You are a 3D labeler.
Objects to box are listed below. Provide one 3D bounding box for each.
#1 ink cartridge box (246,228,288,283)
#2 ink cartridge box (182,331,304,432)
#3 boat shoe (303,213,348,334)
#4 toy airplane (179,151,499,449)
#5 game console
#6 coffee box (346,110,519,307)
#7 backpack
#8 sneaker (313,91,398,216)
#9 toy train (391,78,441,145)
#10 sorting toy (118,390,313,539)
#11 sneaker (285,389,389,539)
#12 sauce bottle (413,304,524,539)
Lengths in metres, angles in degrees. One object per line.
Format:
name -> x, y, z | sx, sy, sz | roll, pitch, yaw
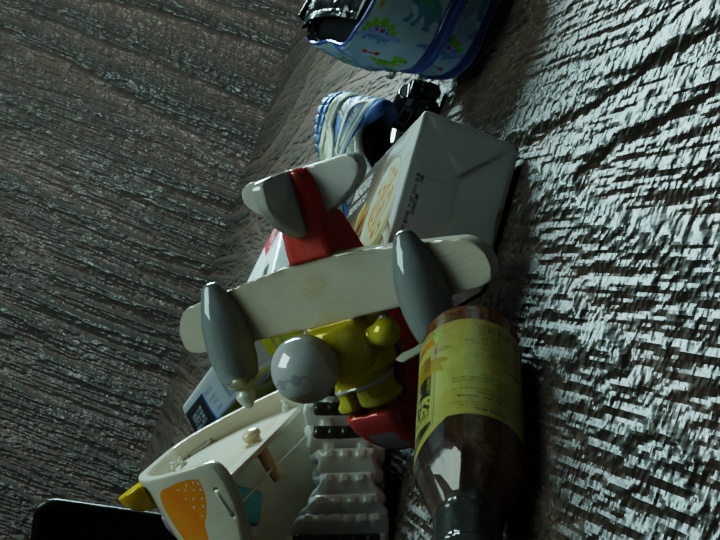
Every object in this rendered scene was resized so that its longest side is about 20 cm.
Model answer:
ink cartridge box -> -0.080, 0.052, 1.739 | 0.201, 0.083, 0.145 | -82, 16, -48
ink cartridge box -> -0.050, 0.068, 1.464 | 0.199, 0.047, 0.198 | -25, -12, -26
boat shoe -> 0.000, 0.000, 1.365 | 0.060, 0.074, 0.201 | -3, 58, 56
toy airplane -> -0.021, 0.025, 1.073 | 0.141, 0.198, 0.201 | -55, -11, -46
game console -> -0.182, 0.242, 1.366 | 0.176, 0.116, 0.201 | -40, -26, -47
coffee box -> 0.042, -0.029, 1.238 | 0.200, 0.079, 0.115 | 141, 147, -72
backpack -> 0.049, -0.262, 1.462 | 0.200, 0.146, 0.184 | -140, 71, -74
sneaker -> 0.001, -0.072, 1.535 | 0.085, 0.077, 0.202 | -1, 88, 37
toy train -> 0.024, -0.110, 1.598 | 0.034, 0.045, 0.201 | -81, 14, -49
sorting toy -> -0.079, 0.206, 1.186 | 0.106, 0.181, 0.200 | -24, 4, 17
sneaker -> -0.012, 0.181, 1.188 | 0.081, 0.074, 0.201 | 85, -168, -56
sauce bottle -> 0.061, 0.100, 0.917 | 0.201, 0.066, 0.066 | -82, 16, -56
